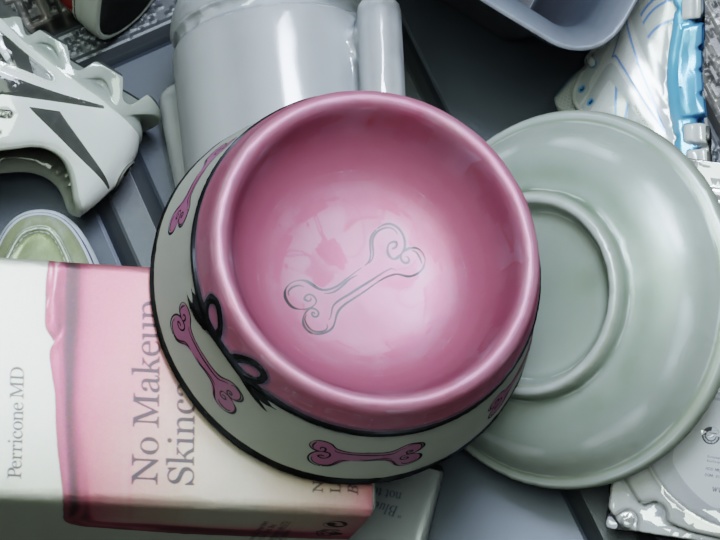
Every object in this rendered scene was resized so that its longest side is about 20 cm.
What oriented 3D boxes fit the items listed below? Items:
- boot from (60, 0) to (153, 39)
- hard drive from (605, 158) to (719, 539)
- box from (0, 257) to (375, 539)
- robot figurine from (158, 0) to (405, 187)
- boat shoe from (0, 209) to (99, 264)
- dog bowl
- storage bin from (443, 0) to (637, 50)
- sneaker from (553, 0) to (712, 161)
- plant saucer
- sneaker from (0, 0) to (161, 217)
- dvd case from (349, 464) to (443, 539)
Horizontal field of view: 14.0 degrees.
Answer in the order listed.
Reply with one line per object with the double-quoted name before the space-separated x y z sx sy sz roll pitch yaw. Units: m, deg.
"boot" -0.168 -0.234 1.599 0.144 0.200 0.072 43 57 16
"hard drive" 0.210 0.046 1.534 0.139 0.038 0.201 9 90 6
"box" -0.101 0.073 1.492 0.199 0.109 0.128 3 72 -14
"robot figurine" -0.044 -0.092 1.586 0.169 0.113 0.201 -19 69 33
"boat shoe" -0.169 0.058 1.570 0.072 0.062 0.201 -5 71 2
"dog bowl" 0.000 0.000 1.444 0.200 0.074 0.201 5 70 -13
"storage bin" 0.059 -0.213 1.582 0.200 0.134 0.146 31 80 -10
"sneaker" 0.149 -0.114 1.605 0.086 0.075 0.201 -2 71 9
"plant saucer" 0.099 0.014 1.525 0.200 0.050 0.201 -3 85 33
"sneaker" -0.215 -0.101 1.599 0.200 0.074 0.089 29 69 -2
"dvd case" -0.047 0.183 1.545 0.142 0.018 0.201 12 73 7
